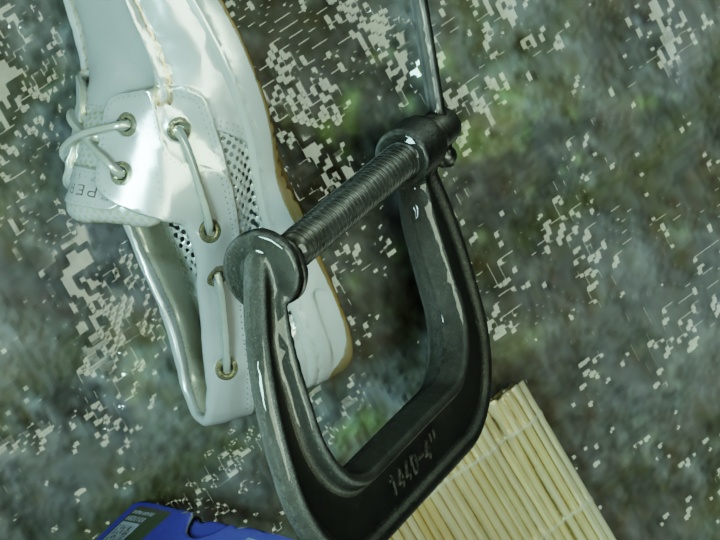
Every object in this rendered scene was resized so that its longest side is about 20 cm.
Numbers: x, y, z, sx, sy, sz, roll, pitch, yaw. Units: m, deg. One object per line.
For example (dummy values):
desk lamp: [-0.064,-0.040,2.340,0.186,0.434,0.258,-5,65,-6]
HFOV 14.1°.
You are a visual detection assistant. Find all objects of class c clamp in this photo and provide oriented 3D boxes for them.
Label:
c clamp: [0.000,0.000,0.994,0.200,0.027,0.172,-51,129,-57]

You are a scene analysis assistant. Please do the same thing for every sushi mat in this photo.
sushi mat: [0.072,0.147,1.108,0.096,0.012,0.200,-37,109,-17]

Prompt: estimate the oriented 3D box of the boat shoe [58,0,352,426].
boat shoe: [-0.069,-0.037,0.991,0.069,0.071,0.201,-30,108,-20]

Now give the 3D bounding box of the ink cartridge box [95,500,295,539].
ink cartridge box: [-0.034,0.157,0.992,0.076,0.136,0.200,-42,110,-21]
